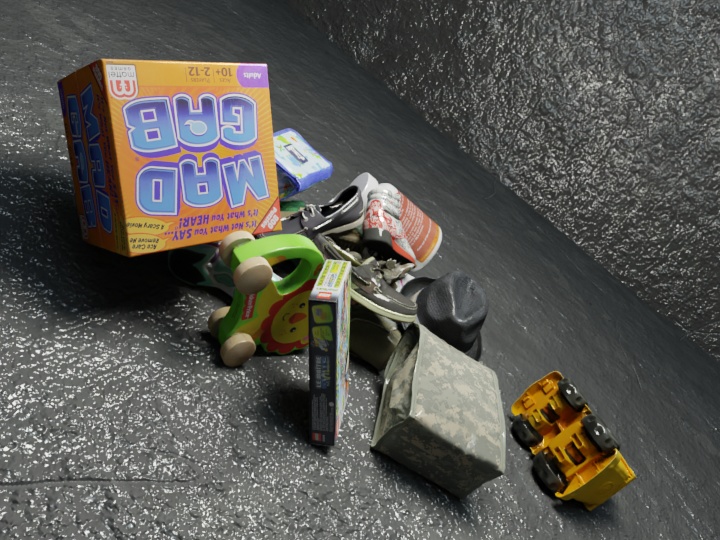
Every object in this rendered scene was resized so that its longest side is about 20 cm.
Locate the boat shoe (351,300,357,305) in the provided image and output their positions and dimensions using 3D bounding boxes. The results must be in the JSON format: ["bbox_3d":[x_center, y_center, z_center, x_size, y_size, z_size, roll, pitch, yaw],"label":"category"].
[{"bbox_3d":[-0.051,0.048,0.957,0.069,0.072,0.199,28,10,21],"label":"boat shoe"}]

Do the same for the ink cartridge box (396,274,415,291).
[{"bbox_3d":[0.119,0.074,1.146,0.197,0.060,0.105,29,25,-19],"label":"ink cartridge box"}]

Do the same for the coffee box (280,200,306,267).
[{"bbox_3d":[-0.095,-0.050,1.095,0.200,0.044,0.122,46,29,19],"label":"coffee box"}]

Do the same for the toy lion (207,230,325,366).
[{"bbox_3d":[-0.098,0.037,0.777,0.188,0.203,0.069,-12,47,-34],"label":"toy lion"}]

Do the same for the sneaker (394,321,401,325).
[{"bbox_3d":[0.122,0.125,1.070,0.200,0.076,0.105,46,10,12],"label":"sneaker"}]

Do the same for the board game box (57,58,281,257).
[{"bbox_3d":[-0.239,-0.143,0.740,0.197,0.206,0.198,-14,15,-38],"label":"board game box"}]

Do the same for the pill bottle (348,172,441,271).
[{"bbox_3d":[0.059,-0.097,1.159,0.199,0.112,0.113,37,22,-25],"label":"pill bottle"}]

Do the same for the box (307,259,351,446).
[{"bbox_3d":[-0.038,0.103,0.740,0.034,0.205,0.111,5,25,6],"label":"box"}]

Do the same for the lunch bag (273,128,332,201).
[{"bbox_3d":[-0.166,-0.187,1.074,0.195,0.130,0.170,14,24,14],"label":"lunch bag"}]

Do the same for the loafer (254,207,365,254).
[{"bbox_3d":[-0.085,-0.068,1.007,0.195,0.077,0.069,10,53,-15],"label":"loafer"}]

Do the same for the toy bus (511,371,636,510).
[{"bbox_3d":[0.383,0.307,1.032,0.191,0.136,0.202,36,19,-34],"label":"toy bus"}]

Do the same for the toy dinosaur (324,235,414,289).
[{"bbox_3d":[0.000,0.000,0.985,0.195,0.079,0.102,14,-7,-13],"label":"toy dinosaur"}]

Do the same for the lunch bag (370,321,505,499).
[{"bbox_3d":[0.117,0.189,0.853,0.162,0.118,0.202,31,40,-12],"label":"lunch bag"}]

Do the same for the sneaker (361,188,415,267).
[{"bbox_3d":[0.060,-0.075,1.062,0.066,0.111,0.201,0,-15,23],"label":"sneaker"}]

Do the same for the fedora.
[{"bbox_3d":[0.155,0.067,0.991,0.197,0.092,0.203,23,39,-19],"label":"fedora"}]

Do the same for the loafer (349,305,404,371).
[{"bbox_3d":[0.030,0.115,0.941,0.197,0.076,0.070,19,25,-34],"label":"loafer"}]

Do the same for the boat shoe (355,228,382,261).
[{"bbox_3d":[0.014,-0.052,1.220,0.198,0.072,0.066,24,21,-44],"label":"boat shoe"}]

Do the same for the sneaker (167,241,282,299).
[{"bbox_3d":[-0.179,-0.015,0.888,0.197,0.078,0.141,30,26,-15],"label":"sneaker"}]

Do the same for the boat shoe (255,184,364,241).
[{"bbox_3d":[-0.079,-0.087,0.932,0.197,0.064,0.073,-21,46,-28],"label":"boat shoe"}]

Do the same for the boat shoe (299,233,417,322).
[{"bbox_3d":[0.003,0.010,0.893,0.198,0.067,0.072,28,12,8],"label":"boat shoe"}]
